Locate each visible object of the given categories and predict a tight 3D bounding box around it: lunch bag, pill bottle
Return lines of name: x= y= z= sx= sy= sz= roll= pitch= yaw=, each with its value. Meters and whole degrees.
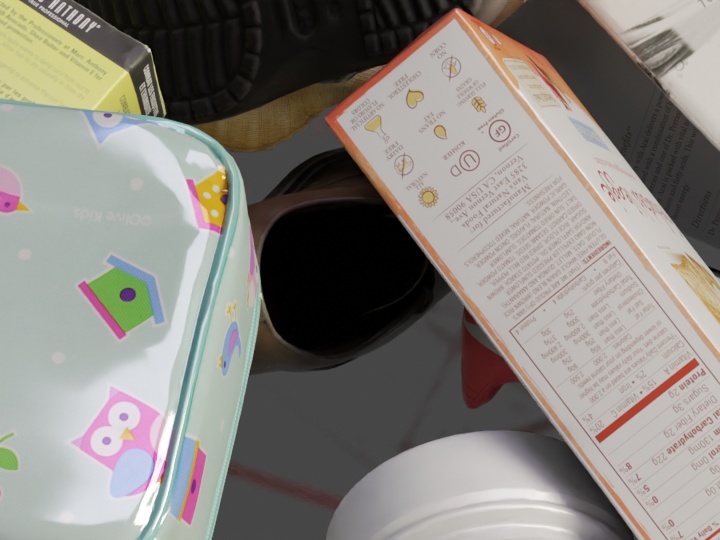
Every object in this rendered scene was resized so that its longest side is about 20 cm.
lunch bag: x=-0.135 y=0.030 z=0.843 sx=0.199 sy=0.077 sz=0.161 roll=6 pitch=64 yaw=9
pill bottle: x=0.049 y=0.150 z=0.842 sx=0.114 sy=0.115 sz=0.200 roll=3 pitch=43 yaw=-13

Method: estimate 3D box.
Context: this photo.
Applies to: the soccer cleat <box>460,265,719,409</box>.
soccer cleat: x=0.131 y=0.036 z=1.008 sx=0.199 sy=0.074 sz=0.068 roll=16 pitch=5 yaw=11

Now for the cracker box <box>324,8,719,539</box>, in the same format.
cracker box: x=0.083 y=0.018 z=0.918 sx=0.200 sy=0.058 sz=0.134 roll=54 pitch=10 yaw=10

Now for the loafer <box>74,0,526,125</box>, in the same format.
loafer: x=-0.016 y=-0.091 z=0.995 sx=0.199 sy=0.073 sz=0.071 roll=-1 pitch=9 yaw=39

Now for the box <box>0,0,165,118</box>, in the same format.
box: x=-0.152 y=-0.007 z=0.936 sx=0.075 sy=0.050 sz=0.200 roll=32 pitch=70 yaw=18

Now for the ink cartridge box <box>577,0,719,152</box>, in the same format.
ink cartridge box: x=0.152 y=-0.113 z=0.998 sx=0.200 sy=0.146 sz=0.084 roll=48 pitch=7 yaw=7

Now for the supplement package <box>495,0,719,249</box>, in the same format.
supplement package: x=0.100 y=-0.113 z=1.132 sx=0.199 sy=0.122 sz=0.120 roll=24 pitch=43 yaw=8

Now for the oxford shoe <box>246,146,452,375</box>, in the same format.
oxford shoe: x=0.000 y=0.000 z=0.987 sx=0.084 sy=0.073 sz=0.200 roll=-5 pitch=11 yaw=33

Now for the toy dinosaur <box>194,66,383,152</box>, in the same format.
toy dinosaur: x=-0.026 y=-0.089 z=1.087 sx=0.199 sy=0.102 sz=0.058 roll=9 pitch=19 yaw=-2
